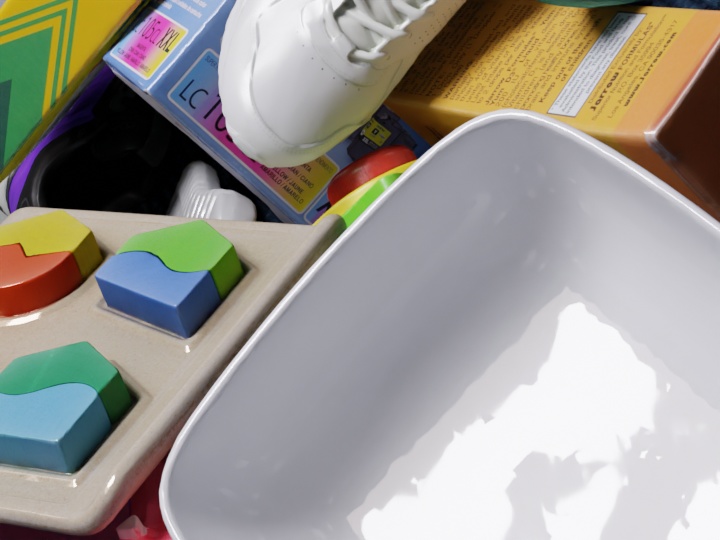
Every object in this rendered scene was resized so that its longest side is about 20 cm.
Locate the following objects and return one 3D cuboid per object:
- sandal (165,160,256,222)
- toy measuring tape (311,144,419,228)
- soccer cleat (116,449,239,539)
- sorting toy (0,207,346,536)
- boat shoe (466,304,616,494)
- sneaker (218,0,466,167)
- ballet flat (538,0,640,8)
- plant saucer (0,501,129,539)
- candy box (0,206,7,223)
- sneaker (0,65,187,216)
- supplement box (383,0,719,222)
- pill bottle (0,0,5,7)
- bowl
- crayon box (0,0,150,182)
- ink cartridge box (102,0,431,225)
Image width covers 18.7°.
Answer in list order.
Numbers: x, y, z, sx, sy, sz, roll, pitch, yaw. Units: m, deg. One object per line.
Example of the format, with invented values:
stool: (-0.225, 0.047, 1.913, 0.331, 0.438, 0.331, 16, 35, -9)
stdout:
sandal: (-0.069, -0.003, 1.043, 0.203, 0.050, 0.083, -139, 71, -78)
toy measuring tape: (0.000, 0.000, 0.953, 0.200, 0.073, 0.074, -42, 25, 49)
soccer cleat: (-0.055, 0.089, 0.841, 0.067, 0.077, 0.200, -23, 25, 10)
sorting toy: (-0.127, 0.028, 0.878, 0.200, 0.037, 0.185, 0, 36, 35)
boat shoe: (0.025, 0.043, 0.843, 0.200, 0.073, 0.063, 5, 56, 54)
sneaker: (0.016, -0.128, 0.900, 0.200, 0.078, 0.099, -54, 16, -15)
ballet flat: (0.119, -0.145, 0.887, 0.200, 0.067, 0.070, -24, 0, -27)
plant saucer: (-0.116, 0.100, 0.906, 0.200, 0.051, 0.201, -2, 43, 2)
candy box: (-0.271, 0.023, 1.198, 0.061, 0.136, 0.200, -22, 38, 40)
sneaker: (-0.112, -0.086, 1.173, 0.200, 0.070, 0.100, -50, 25, 5)
supplement box: (0.091, -0.068, 0.892, 0.069, 0.067, 0.200, -56, 31, -13)
pill bottle: (-0.263, -0.110, 1.370, 0.200, 0.109, 0.109, -13, 45, 46)
bowl: (0.057, 0.068, 0.717, 0.200, 0.075, 0.200, -48, 58, 1)
crayon box: (-0.130, -0.133, 1.057, 0.200, 0.051, 0.127, -46, 7, 30)
ink cartridge box: (-0.001, -0.126, 1.009, 0.200, 0.136, 0.076, -51, 31, -3)
